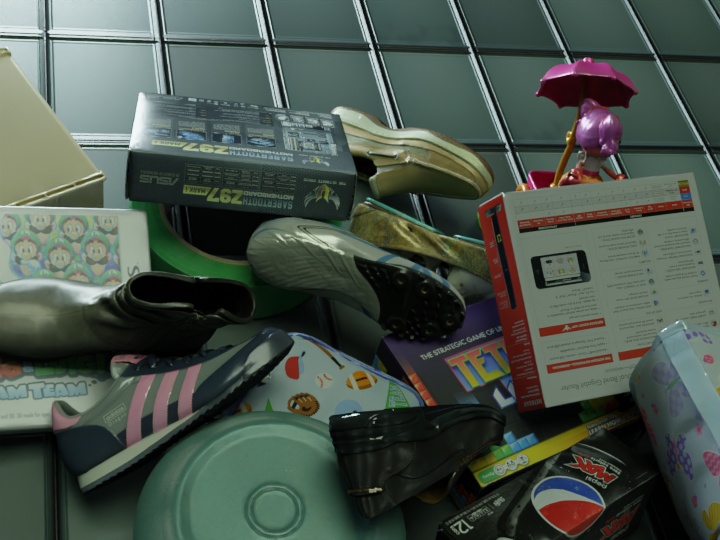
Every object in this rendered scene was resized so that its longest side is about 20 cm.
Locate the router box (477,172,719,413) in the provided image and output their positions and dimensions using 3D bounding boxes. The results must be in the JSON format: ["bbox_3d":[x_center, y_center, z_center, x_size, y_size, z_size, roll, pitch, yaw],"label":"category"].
[{"bbox_3d":[0.212,0.016,1.007,0.198,0.049,0.182,-7,81,-22],"label":"router box"}]

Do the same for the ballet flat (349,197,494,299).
[{"bbox_3d":[0.077,-0.008,1.101,0.198,0.071,0.071,21,46,21],"label":"ballet flat"}]

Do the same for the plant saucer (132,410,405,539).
[{"bbox_3d":[-0.062,0.178,0.836,0.198,0.036,0.202,5,52,-6],"label":"plant saucer"}]

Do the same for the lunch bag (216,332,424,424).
[{"bbox_3d":[-0.046,0.147,0.936,0.159,0.076,0.201,24,48,10],"label":"lunch bag"}]

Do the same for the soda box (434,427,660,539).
[{"bbox_3d":[0.145,0.200,0.922,0.199,0.071,0.063,-21,46,-37],"label":"soda box"}]

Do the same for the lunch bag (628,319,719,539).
[{"bbox_3d":[0.299,0.149,0.926,0.126,0.200,0.171,-28,51,8],"label":"lunch bag"}]

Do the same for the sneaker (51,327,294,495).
[{"bbox_3d":[-0.148,0.086,0.896,0.199,0.070,0.082,-33,82,-2],"label":"sneaker"}]

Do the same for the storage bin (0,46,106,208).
[{"bbox_3d":[-0.356,-0.083,1.047,0.197,0.094,0.200,-24,59,-30],"label":"storage bin"}]

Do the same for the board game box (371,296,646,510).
[{"bbox_3d":[0.135,0.105,1.033,0.198,0.057,0.166,-18,57,-28],"label":"board game box"}]

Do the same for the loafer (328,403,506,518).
[{"bbox_3d":[0.047,0.138,0.873,0.199,0.072,0.073,3,79,-51],"label":"loafer"}]

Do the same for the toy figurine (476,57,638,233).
[{"bbox_3d":[0.206,-0.104,1.113,0.148,0.186,0.201,3,29,-12],"label":"toy figurine"}]

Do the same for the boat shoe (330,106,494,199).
[{"bbox_3d":[0.036,-0.100,1.177,0.199,0.072,0.076,19,61,32],"label":"boat shoe"}]

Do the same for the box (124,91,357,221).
[{"bbox_3d":[-0.109,-0.105,1.062,0.198,0.052,0.158,4,25,-10],"label":"box"}]

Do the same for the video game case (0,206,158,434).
[{"bbox_3d":[-0.263,0.038,0.942,0.198,0.024,0.184,0,74,-26],"label":"video game case"}]

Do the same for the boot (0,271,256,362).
[{"bbox_3d":[-0.188,0.025,0.895,0.198,0.130,0.068,4,72,-26],"label":"boot"}]

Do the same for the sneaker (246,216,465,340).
[{"bbox_3d":[0.000,0.000,1.017,0.198,0.072,0.073,20,31,4],"label":"sneaker"}]

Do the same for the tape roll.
[{"bbox_3d":[-0.118,-0.046,1.106,0.198,0.048,0.202,8,48,-8],"label":"tape roll"}]
